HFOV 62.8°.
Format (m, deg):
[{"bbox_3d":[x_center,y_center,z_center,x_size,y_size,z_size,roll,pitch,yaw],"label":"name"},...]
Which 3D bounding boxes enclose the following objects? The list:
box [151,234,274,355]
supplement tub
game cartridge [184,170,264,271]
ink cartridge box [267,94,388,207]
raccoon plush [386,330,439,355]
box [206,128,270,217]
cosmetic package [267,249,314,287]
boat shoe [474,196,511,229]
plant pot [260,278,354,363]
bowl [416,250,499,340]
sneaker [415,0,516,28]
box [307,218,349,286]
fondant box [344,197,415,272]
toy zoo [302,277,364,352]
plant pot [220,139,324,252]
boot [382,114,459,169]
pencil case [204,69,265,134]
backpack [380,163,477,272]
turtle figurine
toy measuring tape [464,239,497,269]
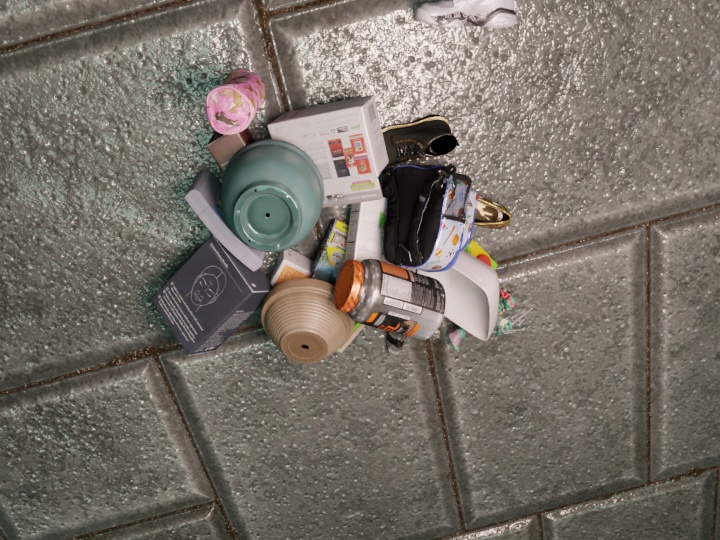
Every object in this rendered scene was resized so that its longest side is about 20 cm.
[{"bbox_3d":[-0.302,0.050,1.217,0.199,0.107,0.150,-42,77,13],"label":"box"},{"bbox_3d":[0.055,0.052,1.128,0.195,0.123,0.125,17,112,-21],"label":"supplement tub"},{"bbox_3d":[-0.261,-0.098,1.173,0.040,0.134,0.201,-32,115,18],"label":"game cartridge"},{"bbox_3d":[-0.054,-0.221,1.130,0.195,0.084,0.180,-4,118,22],"label":"ink cartridge box"},{"bbox_3d":[0.120,0.145,1.310,0.094,0.135,0.204,-8,128,-10],"label":"raccoon plush"},{"bbox_3d":[-0.215,-0.184,1.157,0.073,0.101,0.203,-24,114,6],"label":"box"},{"bbox_3d":[-0.104,0.045,1.290,0.197,0.072,0.103,27,109,-18],"label":"cosmetic package"},{"bbox_3d":[0.221,-0.132,1.235,0.194,0.068,0.074,7,94,-8],"label":"boat shoe"},{"bbox_3d":[-0.110,0.122,1.199,0.195,0.094,0.204,2,132,2],"label":"plant pot"},{"bbox_3d":[0.215,0.031,1.251,0.075,0.198,0.202,-43,147,-21],"label":"bowl"},{"bbox_3d":[0.195,-0.505,1.073,0.194,0.075,0.118,-4,115,-10],"label":"sneaker"},{"bbox_3d":[0.000,0.000,1.259,0.197,0.038,0.139,28,73,-17],"label":"box"},{"bbox_3d":[0.045,-0.045,1.218,0.141,0.058,0.206,8,89,-22],"label":"fondant box"},{"bbox_3d":[-0.091,0.092,1.252,0.197,0.021,0.132,28,125,-18],"label":"toy zoo"},{"bbox_3d":[-0.163,-0.117,1.062,0.194,0.135,0.205,-1,116,-2],"label":"plant pot"},{"bbox_3d":[0.089,-0.237,1.145,0.196,0.139,0.079,-26,116,7],"label":"boot"},{"bbox_3d":[-0.220,-0.302,1.046,0.086,0.201,0.083,-43,111,16],"label":"pencil case"},{"bbox_3d":[0.126,-0.095,1.131,0.151,0.198,0.196,16,88,-34],"label":"backpack"},{"bbox_3d":[0.295,0.115,1.352,0.197,0.150,0.103,-29,72,10],"label":"turtle figurine"},{"bbox_3d":[0.226,-0.032,1.291,0.199,0.074,0.074,39,106,-17],"label":"toy measuring tape"}]
